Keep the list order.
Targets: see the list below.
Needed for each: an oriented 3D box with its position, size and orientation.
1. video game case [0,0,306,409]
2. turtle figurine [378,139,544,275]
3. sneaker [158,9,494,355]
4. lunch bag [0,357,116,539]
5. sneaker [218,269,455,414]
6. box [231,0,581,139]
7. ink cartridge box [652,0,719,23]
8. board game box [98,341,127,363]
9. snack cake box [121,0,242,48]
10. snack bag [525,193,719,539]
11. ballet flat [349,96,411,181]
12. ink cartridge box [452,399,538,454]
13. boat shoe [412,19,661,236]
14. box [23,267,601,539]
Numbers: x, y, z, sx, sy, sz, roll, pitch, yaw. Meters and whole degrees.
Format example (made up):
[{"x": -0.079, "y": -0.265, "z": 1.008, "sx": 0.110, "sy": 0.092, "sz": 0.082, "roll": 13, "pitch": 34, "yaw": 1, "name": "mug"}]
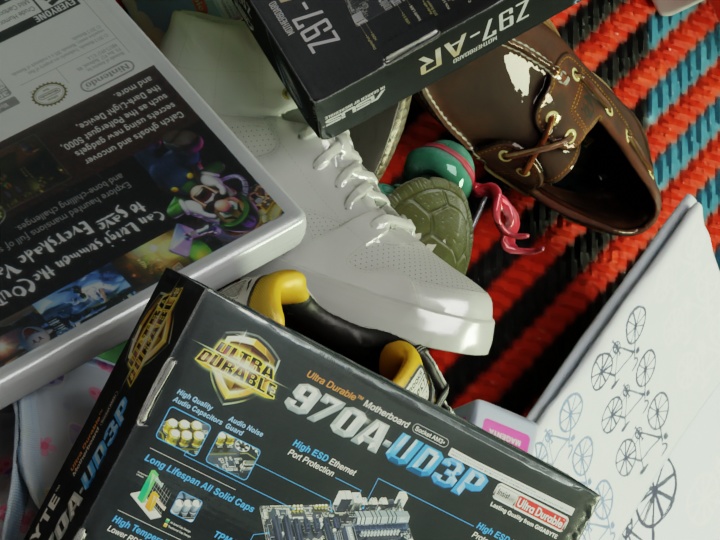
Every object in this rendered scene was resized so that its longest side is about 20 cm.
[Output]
[{"x": -0.154, "y": -0.034, "z": 1.212, "sx": 0.200, "sy": 0.023, "sz": 0.182, "roll": -29, "pitch": 63, "yaw": -27, "name": "video game case"}, {"x": 0.000, "y": 0.000, "z": 1.354, "sx": 0.150, "sy": 0.101, "sz": 0.200, "roll": 43, "pitch": 62, "yaw": -20, "name": "turtle figurine"}, {"x": -0.016, "y": -0.046, "z": 1.263, "sx": 0.116, "sy": 0.199, "sz": 0.074, "roll": -67, "pitch": 159, "yaw": 6, "name": "sneaker"}, {"x": -0.100, "y": 0.141, "z": 1.214, "sx": 0.169, "sy": 0.127, "sz": 0.201, "roll": 23, "pitch": 71, "yaw": -30, "name": "lunch bag"}, {"x": 0.010, "y": 0.077, "z": 1.207, "sx": 0.200, "sy": 0.082, "sz": 0.078, "roll": 38, "pitch": 43, "yaw": -13, "name": "sneaker"}, {"x": 0.002, "y": -0.178, "z": 1.255, "sx": 0.160, "sy": 0.044, "sz": 0.200, "roll": -30, "pitch": 71, "yaw": -7, "name": "box"}, {"x": 0.228, "y": -0.169, "z": 1.498, "sx": 0.043, "sy": 0.200, "sz": 0.174, "roll": -34, "pitch": 98, "yaw": -39, "name": "ink cartridge box"}, {"x": -0.171, "y": 0.041, "z": 1.260, "sx": 0.199, "sy": 0.023, "sz": 0.105, "roll": 25, "pitch": 63, "yaw": -29, "name": "board game box"}, {"x": -0.087, "y": -0.214, "z": 1.359, "sx": 0.115, "sy": 0.067, "sz": 0.201, "roll": -32, "pitch": 98, "yaw": -36, "name": "snack cake box"}, {"x": 0.143, "y": 0.096, "z": 1.427, "sx": 0.189, "sy": 0.021, "sz": 0.201, "roll": -52, "pitch": 137, "yaw": -32, "name": "snack bag"}, {"x": -0.002, "y": -0.126, "z": 1.331, "sx": 0.046, "sy": 0.067, "sz": 0.201, "roll": 26, "pitch": 65, "yaw": -69, "name": "ballet flat"}, {"x": 0.017, "y": 0.165, "z": 1.305, "sx": 0.042, "sy": 0.119, "sz": 0.201, "roll": 21, "pitch": 66, "yaw": -24, "name": "ink cartridge box"}, {"x": 0.087, "y": -0.073, "z": 1.409, "sx": 0.200, "sy": 0.070, "sz": 0.071, "roll": 25, "pitch": 33, "yaw": -51, "name": "boat shoe"}, {"x": -0.025, "y": 0.114, "z": 1.141, "sx": 0.199, "sy": 0.046, "sz": 0.159, "roll": 28, "pitch": 89, "yaw": -26, "name": "box"}]
